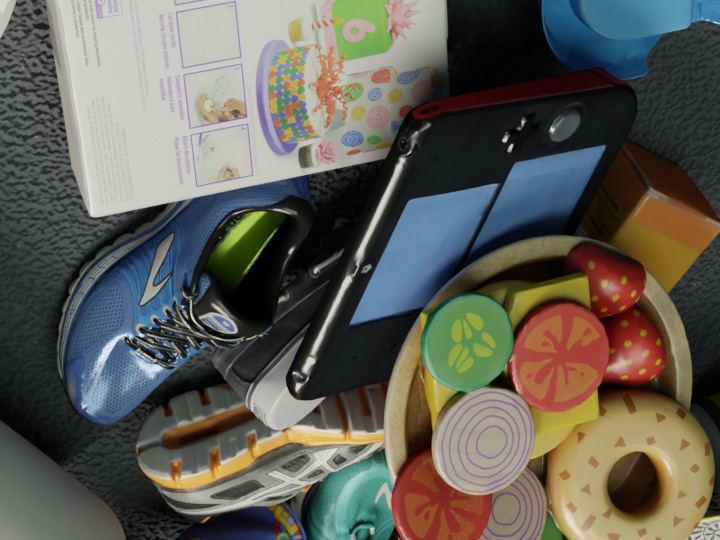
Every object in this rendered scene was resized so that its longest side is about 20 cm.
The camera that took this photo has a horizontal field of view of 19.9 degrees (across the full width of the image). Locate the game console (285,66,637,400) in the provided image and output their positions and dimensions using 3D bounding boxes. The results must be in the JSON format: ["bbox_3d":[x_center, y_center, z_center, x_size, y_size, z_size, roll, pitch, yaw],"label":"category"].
[{"bbox_3d":[0.057,-0.019,1.109,0.176,0.031,0.201,-17,142,-44],"label":"game console"}]

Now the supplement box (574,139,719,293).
[{"bbox_3d":[0.125,0.020,1.239,0.066,0.069,0.200,22,114,-33],"label":"supplement box"}]

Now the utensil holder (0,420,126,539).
[{"bbox_3d":[-0.247,0.147,1.124,0.170,0.170,0.200,-37,131,9],"label":"utensil holder"}]

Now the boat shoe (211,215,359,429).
[{"bbox_3d":[0.000,0.000,1.171,0.200,0.068,0.072,-44,158,-4],"label":"boat shoe"}]

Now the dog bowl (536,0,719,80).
[{"bbox_3d":[0.184,-0.173,1.121,0.199,0.050,0.112,-13,130,-11],"label":"dog bowl"}]

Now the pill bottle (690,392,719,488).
[{"bbox_3d":[0.317,0.110,1.354,0.199,0.112,0.112,-20,131,-5],"label":"pill bottle"}]

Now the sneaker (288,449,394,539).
[{"bbox_3d":[-0.009,0.192,1.311,0.077,0.080,0.201,4,124,-24],"label":"sneaker"}]

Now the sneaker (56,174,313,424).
[{"bbox_3d":[-0.097,0.013,1.129,0.078,0.089,0.200,26,114,-34],"label":"sneaker"}]

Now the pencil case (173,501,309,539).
[{"bbox_3d":[-0.111,0.211,1.229,0.200,0.087,0.078,-36,130,-35],"label":"pencil case"}]

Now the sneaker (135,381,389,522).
[{"bbox_3d":[-0.034,0.096,1.236,0.199,0.079,0.077,-14,140,-4],"label":"sneaker"}]

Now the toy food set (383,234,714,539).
[{"bbox_3d":[0.101,0.081,1.130,0.197,0.049,0.201,-14,108,-20],"label":"toy food set"}]

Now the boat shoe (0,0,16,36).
[{"bbox_3d":[-0.181,-0.187,0.953,0.065,0.072,0.201,10,121,-22],"label":"boat shoe"}]

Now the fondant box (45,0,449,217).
[{"bbox_3d":[-0.057,-0.120,1.051,0.199,0.058,0.145,-11,122,-12],"label":"fondant box"}]

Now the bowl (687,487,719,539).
[{"bbox_3d":[0.225,0.201,1.264,0.199,0.094,0.202,0,121,1],"label":"bowl"}]

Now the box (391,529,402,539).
[{"bbox_3d":[0.115,0.232,1.369,0.199,0.115,0.133,11,123,-27],"label":"box"}]
